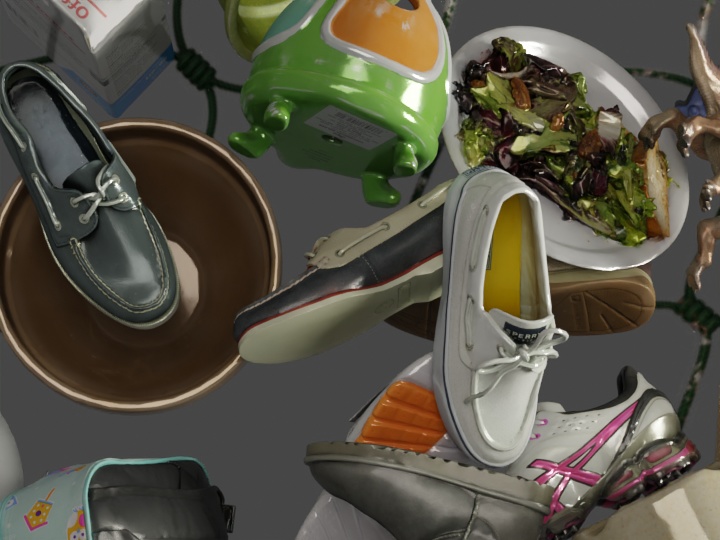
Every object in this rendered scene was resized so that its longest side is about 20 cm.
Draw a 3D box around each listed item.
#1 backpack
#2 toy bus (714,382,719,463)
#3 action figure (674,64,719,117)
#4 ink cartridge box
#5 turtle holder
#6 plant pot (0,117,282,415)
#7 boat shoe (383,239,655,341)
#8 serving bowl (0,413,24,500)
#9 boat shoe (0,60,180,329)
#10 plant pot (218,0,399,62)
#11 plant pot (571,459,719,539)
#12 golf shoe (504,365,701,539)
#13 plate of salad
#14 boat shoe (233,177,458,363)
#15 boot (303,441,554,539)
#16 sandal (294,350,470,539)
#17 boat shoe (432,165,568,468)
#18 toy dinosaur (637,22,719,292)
[{"bbox_3d":[-0.166,0.210,1.453,0.152,0.200,0.177,-14,80,13],"label":"backpack"},{"bbox_3d":[0.287,0.094,1.552,0.078,0.065,0.201,6,78,0],"label":"toy bus"},{"bbox_3d":[0.332,-0.136,1.589,0.199,0.105,0.195,9,83,20],"label":"action figure"},{"bbox_3d":[-0.193,-0.190,1.539,0.116,0.200,0.067,44,81,8],"label":"ink cartridge box"},{"bbox_3d":[-0.003,-0.124,1.527,0.140,0.186,0.132,14,74,11],"label":"turtle holder"},{"bbox_3d":[-0.152,0.004,1.553,0.200,0.093,0.202,0,77,-1],"label":"plant pot"},{"bbox_3d":[0.105,0.003,1.577,0.199,0.072,0.072,-3,48,9],"label":"boat shoe"},{"bbox_3d":[-0.331,0.150,1.533,0.199,0.066,0.201,0,77,-1],"label":"serving bowl"},{"bbox_3d":[-0.184,-0.052,1.486,0.073,0.062,0.201,-29,79,-7],"label":"boat shoe"},{"bbox_3d":[-0.059,-0.279,1.580,0.200,0.201,0.185,-34,68,-8],"label":"plant pot"},{"bbox_3d":[0.232,0.224,1.452,0.200,0.200,0.184,-27,81,-6],"label":"plant pot"},{"bbox_3d":[0.128,0.141,1.541,0.199,0.073,0.092,-27,75,-15],"label":"golf shoe"},{"bbox_3d":[0.147,-0.092,1.562,0.199,0.048,0.201,14,55,-21],"label":"plate of salad"},{"bbox_3d":[0.000,0.000,1.501,0.199,0.071,0.063,-24,69,-15],"label":"boat shoe"},{"bbox_3d":[0.031,0.220,1.453,0.181,0.073,0.201,12,83,11],"label":"boot"},{"bbox_3d":[0.017,0.127,1.545,0.079,0.059,0.207,36,100,-18],"label":"sandal"},{"bbox_3d":[0.098,0.038,1.461,0.074,0.086,0.203,-4,104,-24],"label":"boat shoe"},{"bbox_3d":[0.273,-0.071,1.516,0.135,0.086,0.201,-15,76,-14],"label":"toy dinosaur"}]
